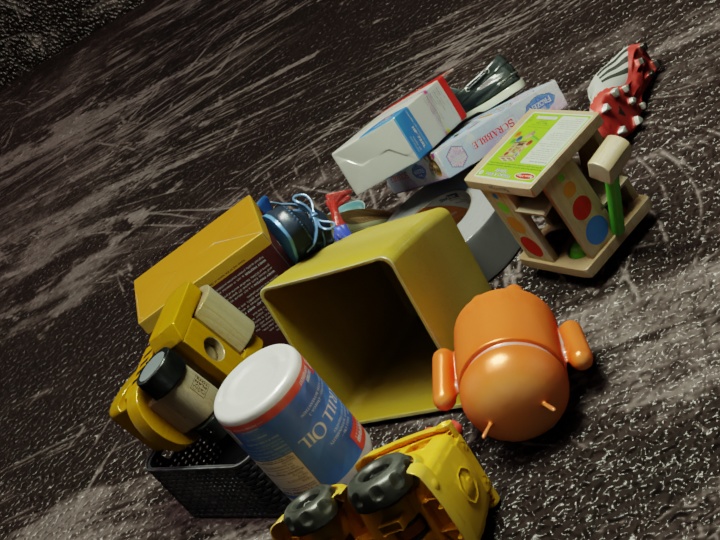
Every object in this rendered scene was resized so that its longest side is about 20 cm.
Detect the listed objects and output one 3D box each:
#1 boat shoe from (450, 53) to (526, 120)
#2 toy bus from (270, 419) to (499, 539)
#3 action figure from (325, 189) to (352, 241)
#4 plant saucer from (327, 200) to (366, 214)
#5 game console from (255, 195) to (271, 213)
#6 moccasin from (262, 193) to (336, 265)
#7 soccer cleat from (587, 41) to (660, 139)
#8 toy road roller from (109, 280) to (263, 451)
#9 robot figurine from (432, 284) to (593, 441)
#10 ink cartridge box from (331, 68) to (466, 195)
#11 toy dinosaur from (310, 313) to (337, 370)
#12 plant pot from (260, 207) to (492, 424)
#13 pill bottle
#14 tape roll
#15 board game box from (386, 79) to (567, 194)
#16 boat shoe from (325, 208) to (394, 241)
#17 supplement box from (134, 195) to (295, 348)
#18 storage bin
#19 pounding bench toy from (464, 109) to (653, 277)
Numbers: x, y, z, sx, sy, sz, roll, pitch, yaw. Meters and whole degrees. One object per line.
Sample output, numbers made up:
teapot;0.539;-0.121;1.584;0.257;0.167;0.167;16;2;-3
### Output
boat shoe;0.129;-0.235;1.927;0.199;0.066;0.074;-26;7;32
toy bus;0.036;0.231;1.400;0.200;0.136;0.192;-25;16;31
action figure;0.000;0.000;1.759;0.052;0.201;0.065;-11;-8;-9
plant saucer;-0.063;-0.022;1.990;0.200;0.027;0.200;-38;16;14
game console;-0.210;-0.001;2.072;0.170;0.118;0.200;-4;42;49
moccasin;-0.071;-0.053;1.690;0.068;0.081;0.200;-37;-6;-2
soccer cleat;0.325;-0.221;1.803;0.085;0.069;0.200;-25;25;43
toy road roller;-0.218;0.127;1.677;0.146;0.123;0.200;-34;25;35
robot figurine;0.154;0.098;1.455;0.200;0.143;0.117;-90;18;-58
ink cartridge box;0.061;-0.187;1.847;0.116;0.067;0.200;-27;11;37
toy dinosaur;-0.035;0.081;1.725;0.058;0.101;0.200;15;49;5
plant pot;0.042;0.039;1.625;0.200;0.200;0.176;-15;23;39
pill bottle;-0.056;0.183;1.493;0.112;0.200;0.112;-30;28;18
tape roll;0.115;-0.045;1.787;0.200;0.066;0.201;-29;28;17
board game box;0.149;-0.176;1.870;0.199;0.041;0.200;-32;8;-17
boat shoe;-0.006;-0.045;1.871;0.200;0.063;0.073;-8;15;-38
supplement box;-0.156;0.054;1.822;0.197;0.200;0.133;-36;26;5
storage bin;-0.145;0.215;1.679;0.200;0.094;0.135;-11;38;45
pounding bench toy;0.250;-0.078;1.563;0.124;0.156;0.200;-47;27;-17
